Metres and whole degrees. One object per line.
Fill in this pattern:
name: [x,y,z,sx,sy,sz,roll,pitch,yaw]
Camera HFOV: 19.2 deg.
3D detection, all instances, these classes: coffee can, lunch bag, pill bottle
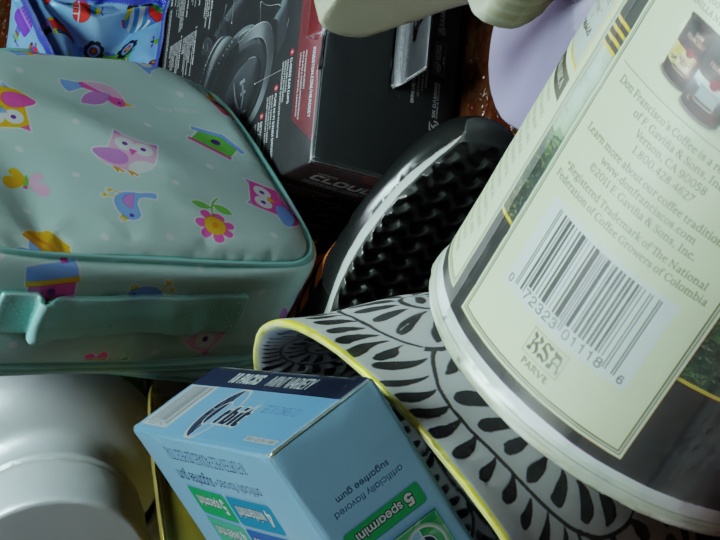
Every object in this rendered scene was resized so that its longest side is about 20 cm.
coffee can: [0.129,-0.041,0.647,0.201,0.146,0.147,-59,33,28]
lunch bag: [-0.142,-0.046,1.141,0.200,0.093,0.151,-113,31,-58]
lunch bag: [-0.127,-0.021,0.902,0.161,0.199,0.077,57,132,39]
pill bottle: [-0.147,0.060,0.955,0.111,0.110,0.201,-57,31,30]

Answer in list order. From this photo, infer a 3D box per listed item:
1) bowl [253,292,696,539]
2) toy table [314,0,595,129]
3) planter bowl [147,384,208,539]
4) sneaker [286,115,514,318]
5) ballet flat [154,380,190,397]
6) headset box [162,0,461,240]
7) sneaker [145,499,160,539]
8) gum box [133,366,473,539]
bowl: [0.058,0.078,0.744,0.201,0.094,0.201,49,161,23]
toy table: [0.074,-0.145,0.826,0.201,0.116,0.184,-59,33,26]
planter bowl: [-0.031,0.139,0.883,0.200,0.083,0.202,169,90,-88]
sneaker: [0.000,0.000,0.940,0.201,0.070,0.090,-61,35,29]
ballet flat: [-0.094,0.067,1.064,0.064,0.075,0.201,-57,-8,-50]
headset box: [-0.024,-0.097,1.021,0.200,0.077,0.150,-19,62,56]
sneaker: [-0.103,0.164,1.024,0.075,0.099,0.201,14,91,59]
gum box: [0.011,0.128,0.728,0.044,0.201,0.170,-36,11,-17]
